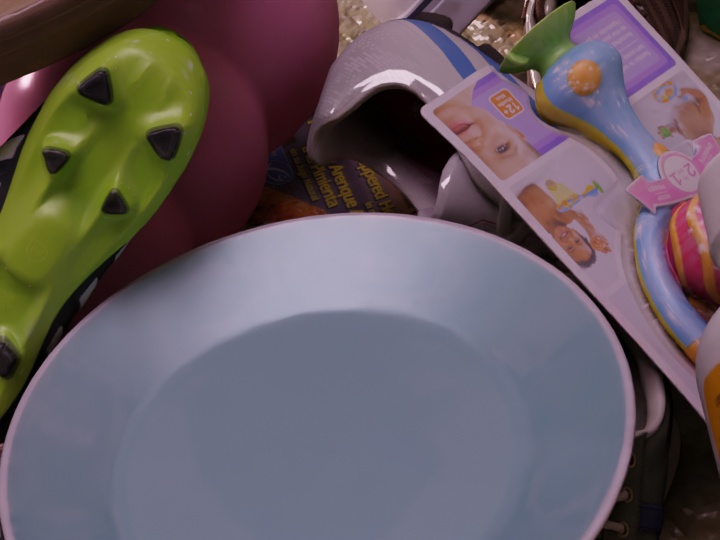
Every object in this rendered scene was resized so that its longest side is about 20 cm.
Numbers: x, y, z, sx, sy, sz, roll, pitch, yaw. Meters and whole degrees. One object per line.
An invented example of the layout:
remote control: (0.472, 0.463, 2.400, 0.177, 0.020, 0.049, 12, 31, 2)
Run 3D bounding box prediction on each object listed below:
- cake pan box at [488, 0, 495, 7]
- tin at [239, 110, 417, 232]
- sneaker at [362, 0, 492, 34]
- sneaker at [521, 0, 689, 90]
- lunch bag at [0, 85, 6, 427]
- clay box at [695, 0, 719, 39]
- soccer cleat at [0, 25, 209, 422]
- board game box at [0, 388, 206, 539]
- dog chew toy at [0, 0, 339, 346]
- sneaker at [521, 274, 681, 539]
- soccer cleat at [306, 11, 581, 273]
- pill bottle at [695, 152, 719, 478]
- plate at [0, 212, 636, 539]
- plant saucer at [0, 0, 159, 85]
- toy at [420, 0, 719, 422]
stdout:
cake pan box: (0.041, -0.221, 1.081, 0.199, 0.053, 0.184, 24, 54, 37)
tin: (0.000, 0.000, 0.867, 0.111, 0.042, 0.201, -24, 41, 0)
sneaker: (0.065, -0.176, 0.919, 0.200, 0.071, 0.073, -47, 7, 20)
sneaker: (0.101, -0.109, 0.919, 0.070, 0.076, 0.201, -9, 43, 10)
lunch bag: (-0.211, -0.016, 0.903, 0.168, 0.128, 0.202, -1, 61, 19)
clay box: (0.222, -0.191, 0.935, 0.199, 0.115, 0.048, -36, 45, -18)
soccer cleat: (-0.120, -0.002, 0.747, 0.200, 0.067, 0.081, -46, 8, 13)
board game box: (-0.128, 0.152, 0.703, 0.198, 0.097, 0.160, -17, 41, 1)
dog chew toy: (-0.084, -0.058, 0.850, 0.123, 0.125, 0.201, 4, 55, 23)
sneaker: (0.064, 0.087, 0.710, 0.066, 0.090, 0.201, -1, 45, 18)
soccer cleat: (0.071, -0.023, 0.808, 0.199, 0.070, 0.086, 27, 43, 11)
pill bottle: (0.161, 0.057, 0.637, 0.112, 0.113, 0.202, -13, 69, 6)
plate: (-0.013, 0.056, 0.679, 0.198, 0.026, 0.201, -7, 42, 6)
plant saucer: (-0.136, -0.107, 0.775, 0.198, 0.030, 0.201, -14, 29, 8)
toy: (0.127, -0.016, 0.740, 0.200, 0.047, 0.115, 46, 50, 13)
